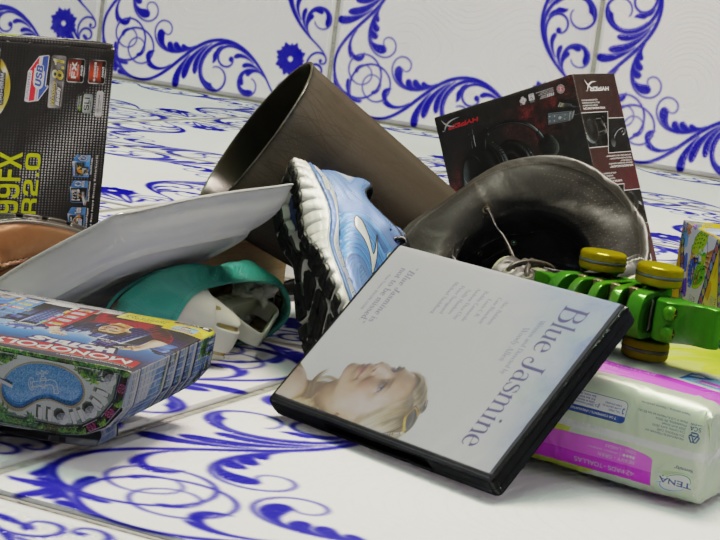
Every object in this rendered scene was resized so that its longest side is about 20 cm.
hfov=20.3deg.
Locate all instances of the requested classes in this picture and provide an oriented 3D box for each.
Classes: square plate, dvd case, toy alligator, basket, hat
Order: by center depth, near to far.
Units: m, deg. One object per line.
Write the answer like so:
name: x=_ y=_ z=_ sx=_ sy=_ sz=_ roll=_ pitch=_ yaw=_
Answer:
dvd case: x=0.052 y=0.056 z=1.233 sx=0.200 sy=0.018 sz=0.143 roll=16 pitch=57 yaw=45
toy alligator: x=0.182 y=0.028 z=1.248 sx=0.200 sy=0.059 sz=0.054 roll=16 pitch=12 yaw=36
square plate: x=-0.169 y=-0.003 z=1.401 sx=0.200 sy=0.029 sz=0.198 roll=-26 pitch=-8 yaw=34
hat: x=0.123 y=0.017 z=1.494 sx=0.200 sy=0.201 sz=0.081 roll=11 pitch=-25 yaw=24
basket: x=-0.004 y=-0.047 z=1.572 sx=0.200 sy=0.136 sz=0.180 roll=35 pitch=-25 yaw=-12

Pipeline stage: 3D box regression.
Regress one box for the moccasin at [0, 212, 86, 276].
moccasin: x=-0.284 y=-0.002 z=1.476 sx=0.201 sy=0.078 sz=0.074 roll=-5 pitch=0 yaw=-41

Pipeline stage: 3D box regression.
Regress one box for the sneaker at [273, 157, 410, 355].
sneaker: x=0.000 y=0.000 z=1.417 sx=0.089 sy=0.079 sz=0.200 roll=3 pitch=48 yaw=-19

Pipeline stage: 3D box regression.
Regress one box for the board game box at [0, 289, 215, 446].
board game box: x=-0.210 y=0.060 z=1.152 sx=0.199 sy=0.062 sz=0.200 roll=10 pitch=10 yaw=14

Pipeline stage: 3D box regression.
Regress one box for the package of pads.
package of pads: x=0.181 y=0.087 z=1.285 sx=0.154 sy=0.068 sz=0.200 roll=14 pitch=10 yaw=28

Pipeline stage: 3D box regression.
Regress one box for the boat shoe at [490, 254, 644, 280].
boat shoe: x=0.106 y=0.022 z=1.375 sx=0.201 sy=0.066 sz=0.072 roll=-24 pitch=-12 yaw=32

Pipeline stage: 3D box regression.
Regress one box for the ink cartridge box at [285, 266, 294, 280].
ink cartridge box: x=-0.051 y=-0.076 z=1.872 sx=0.086 sy=0.147 sz=0.200 roll=9 pitch=9 yaw=1

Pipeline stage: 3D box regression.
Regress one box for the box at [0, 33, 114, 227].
box: x=-0.275 y=-0.083 z=1.551 sx=0.160 sy=0.201 sz=0.044 roll=0 pitch=10 yaw=-42

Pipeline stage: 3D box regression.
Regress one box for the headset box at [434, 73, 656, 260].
headset box: x=0.161 y=-0.054 z=1.727 sx=0.149 sy=0.201 sz=0.077 roll=-14 pitch=-4 yaw=37

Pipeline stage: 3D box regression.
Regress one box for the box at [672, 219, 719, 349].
box: x=0.358 y=0.045 z=1.532 sx=0.199 sy=0.122 sz=0.193 roll=6 pitch=10 yaw=-9

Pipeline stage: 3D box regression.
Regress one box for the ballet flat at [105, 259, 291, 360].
ballet flat: x=-0.105 y=0.030 z=1.428 sx=0.070 sy=0.068 sz=0.200 roll=26 pitch=17 yaw=20

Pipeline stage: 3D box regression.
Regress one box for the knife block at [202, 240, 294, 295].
knife block: x=-0.094 y=-0.005 z=1.650 sx=0.175 sy=0.064 sz=0.200 roll=4 pitch=9 yaw=-17
